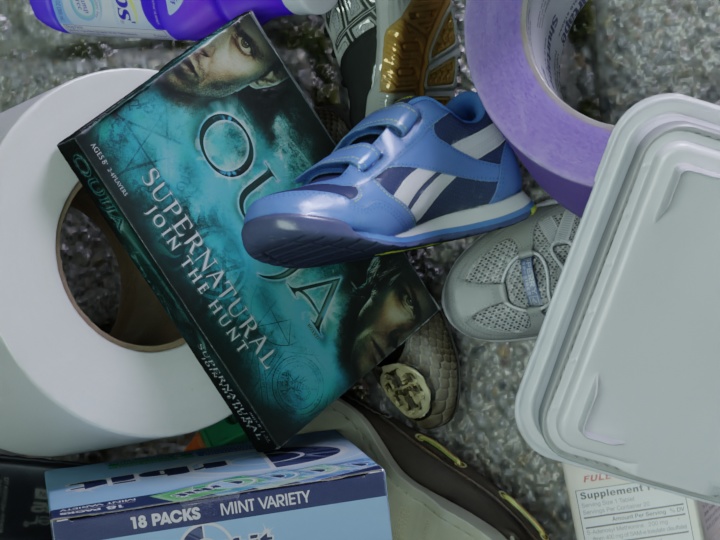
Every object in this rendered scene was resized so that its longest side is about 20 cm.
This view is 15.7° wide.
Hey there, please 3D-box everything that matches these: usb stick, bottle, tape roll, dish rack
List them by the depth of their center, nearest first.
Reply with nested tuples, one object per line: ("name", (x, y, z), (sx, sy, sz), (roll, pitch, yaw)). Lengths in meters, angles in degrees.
("dish rack", (0.184, 0.025, 1.314), (0.171, 0.044, 0.201), (16, 105, -15))
("tape roll", (0.161, -0.124, 1.388), (0.199, 0.085, 0.201), (-5, 73, 17))
("tape roll", (-0.148, -0.001, 1.452), (0.139, 0.202, 0.204), (-15, 93, 58))
("bottle", (-0.101, -0.172, 1.478), (0.199, 0.065, 0.084), (8, 105, 36))
("usb stick", (-0.151, 0.138, 1.497), (0.199, 0.033, 0.056), (7, 94, -18))

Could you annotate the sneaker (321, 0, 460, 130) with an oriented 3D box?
("sneaker", (0.003, -0.154, 1.484), (0.087, 0.076, 0.201), (2, 93, 31))

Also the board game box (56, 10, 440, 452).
("board game box", (-0.057, -0.022, 1.413), (0.200, 0.135, 0.028), (57, 150, -11))

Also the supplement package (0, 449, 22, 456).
("supplement package", (-0.205, 0.214, 1.555), (0.200, 0.120, 0.121), (44, 107, 7))

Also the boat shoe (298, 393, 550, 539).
("boat shoe", (0.027, 0.126, 1.502), (0.200, 0.059, 0.072), (35, 119, 30))

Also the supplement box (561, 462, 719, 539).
("supplement box", (0.171, 0.166, 1.434), (0.073, 0.126, 0.201), (-10, 93, 19))

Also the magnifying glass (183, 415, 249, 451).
("magnifying glass", (-0.074, 0.088, 1.537), (0.200, 0.022, 0.080), (-51, 48, 23))

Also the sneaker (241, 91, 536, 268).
("sneaker", (0.009, -0.049, 1.398), (0.074, 0.199, 0.083), (-11, 91, 43))

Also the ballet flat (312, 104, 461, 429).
("ballet flat", (0.000, 0.000, 1.497), (0.067, 0.046, 0.201), (-23, 88, 44))

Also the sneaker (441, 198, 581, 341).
("sneaker", (0.134, -0.009, 1.447), (0.199, 0.082, 0.075), (-18, 91, 18))

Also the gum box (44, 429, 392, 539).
("gum box", (-0.080, 0.126, 1.384), (0.169, 0.200, 0.045), (-7, 93, -8))
